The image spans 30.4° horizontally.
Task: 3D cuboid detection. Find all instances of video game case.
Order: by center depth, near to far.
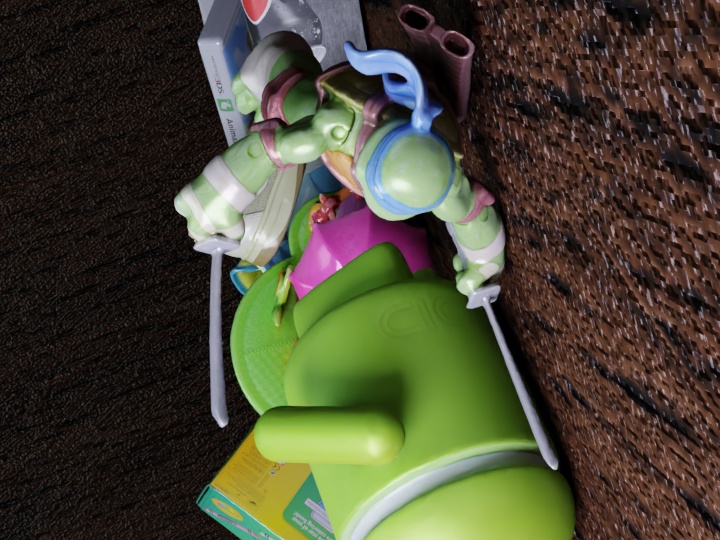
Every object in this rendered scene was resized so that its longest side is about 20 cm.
[{"bbox_3d":[-0.075,-0.171,1.058,0.183,0.022,0.201,77,-161,-45],"label":"video game case"}]

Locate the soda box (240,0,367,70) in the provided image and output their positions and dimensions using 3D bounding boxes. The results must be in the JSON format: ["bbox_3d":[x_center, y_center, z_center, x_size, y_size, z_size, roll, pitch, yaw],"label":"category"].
[{"bbox_3d":[-0.044,-0.193,0.803,0.201,0.070,0.063,78,172,-45],"label":"soda box"}]

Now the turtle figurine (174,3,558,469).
[{"bbox_3d":[-0.010,-0.025,0.607,0.194,0.143,0.201,-109,7,-65],"label":"turtle figurine"}]

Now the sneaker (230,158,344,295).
[{"bbox_3d":[-0.055,-0.045,1.104,0.080,0.130,0.201,77,174,-51],"label":"sneaker"}]

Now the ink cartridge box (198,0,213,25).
[{"bbox_3d":[-0.109,-0.202,1.430,0.200,0.083,0.147,89,163,-70],"label":"ink cartridge box"}]

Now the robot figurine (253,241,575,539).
[{"bbox_3d":[0.033,0.086,0.654,0.175,0.115,0.201,33,-151,-53],"label":"robot figurine"}]

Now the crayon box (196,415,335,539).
[{"bbox_3d":[-0.024,0.207,1.134,0.200,0.119,0.058,37,148,2],"label":"crayon box"}]

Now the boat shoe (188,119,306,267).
[{"bbox_3d":[-0.067,-0.104,0.952,0.073,0.063,0.202,147,140,-70],"label":"boat shoe"}]

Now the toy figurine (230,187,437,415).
[{"bbox_3d":[0.000,0.000,0.897,0.184,0.149,0.201,119,159,-65],"label":"toy figurine"}]
